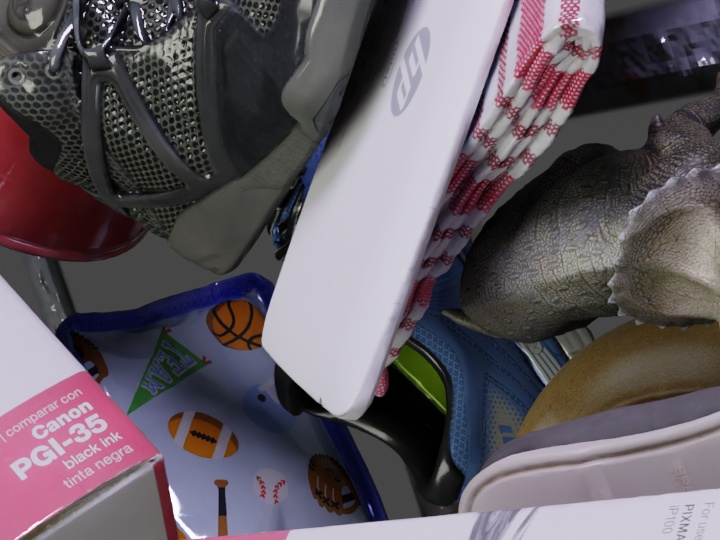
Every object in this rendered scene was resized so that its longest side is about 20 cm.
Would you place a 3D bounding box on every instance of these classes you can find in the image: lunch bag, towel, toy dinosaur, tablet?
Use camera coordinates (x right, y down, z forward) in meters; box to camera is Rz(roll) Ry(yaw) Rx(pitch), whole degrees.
[{"bbox_3d":[-0.060,0.131,1.115,0.201,0.123,0.170,61,145,21],"label":"lunch bag"},{"bbox_3d":[0.035,-0.067,0.870,0.200,0.030,0.147,125,157,-48],"label":"towel"},{"bbox_3d":[0.075,-0.011,0.851,0.199,0.102,0.077,-4,107,48],"label":"toy dinosaur"},{"bbox_3d":[0.016,-0.060,0.849,0.130,0.014,0.201,-145,74,-74],"label":"tablet"}]

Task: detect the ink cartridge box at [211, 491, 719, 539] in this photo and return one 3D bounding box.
[{"bbox_3d":[0.049,0.139,0.751,0.199,0.083,0.147,-8,132,30],"label":"ink cartridge box"}]

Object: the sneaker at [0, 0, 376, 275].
[{"bbox_3d":[-0.057,-0.079,0.887,0.114,0.077,0.200,25,147,-9],"label":"sneaker"}]

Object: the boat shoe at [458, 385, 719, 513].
[{"bbox_3d":[0.123,0.057,0.818,0.199,0.057,0.067,-10,103,32],"label":"boat shoe"}]

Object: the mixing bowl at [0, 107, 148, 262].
[{"bbox_3d":[-0.125,-0.113,1.025,0.108,0.200,0.200,-47,68,25],"label":"mixing bowl"}]

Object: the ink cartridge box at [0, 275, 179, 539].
[{"bbox_3d":[-0.151,0.061,1.003,0.200,0.083,0.147,46,158,30],"label":"ink cartridge box"}]

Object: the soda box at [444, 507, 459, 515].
[{"bbox_3d":[0.085,0.175,0.991,0.068,0.064,0.201,-18,94,56],"label":"soda box"}]

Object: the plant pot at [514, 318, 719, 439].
[{"bbox_3d":[0.120,0.110,0.878,0.199,0.027,0.201,11,110,34],"label":"plant pot"}]

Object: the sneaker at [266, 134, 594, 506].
[{"bbox_3d":[0.000,0.000,0.980,0.200,0.089,0.079,51,143,26],"label":"sneaker"}]
